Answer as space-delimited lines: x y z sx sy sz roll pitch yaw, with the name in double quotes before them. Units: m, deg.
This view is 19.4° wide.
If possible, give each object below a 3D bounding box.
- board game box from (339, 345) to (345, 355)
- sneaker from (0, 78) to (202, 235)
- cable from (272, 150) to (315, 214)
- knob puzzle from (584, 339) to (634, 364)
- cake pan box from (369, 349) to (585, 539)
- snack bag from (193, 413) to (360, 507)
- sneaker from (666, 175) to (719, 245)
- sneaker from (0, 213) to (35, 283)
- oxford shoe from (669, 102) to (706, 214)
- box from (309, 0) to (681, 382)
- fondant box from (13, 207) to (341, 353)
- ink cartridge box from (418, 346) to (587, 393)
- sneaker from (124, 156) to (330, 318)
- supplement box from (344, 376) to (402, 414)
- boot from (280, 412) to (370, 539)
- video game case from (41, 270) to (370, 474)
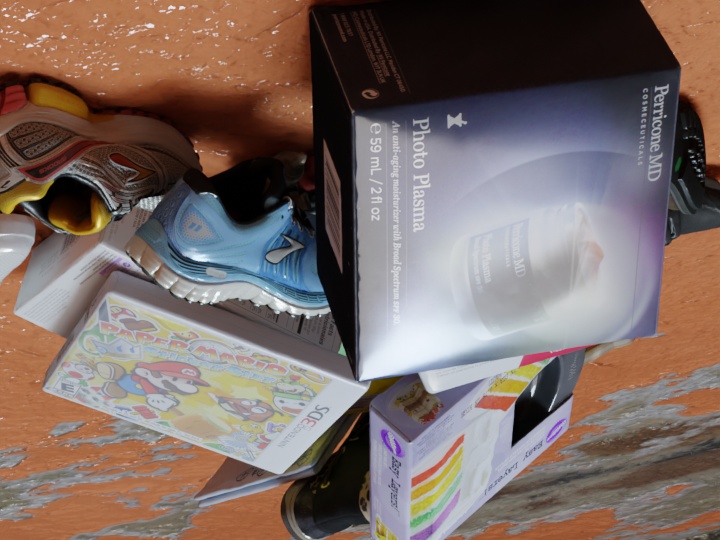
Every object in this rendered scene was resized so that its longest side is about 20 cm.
"board game box" 0.000 0.000 1.557 0.199 0.029 0.135 -22 134 26
"sneaker" -0.171 -0.055 1.325 0.077 0.083 0.199 -23 161 30
"cable" -0.079 -0.050 1.510 0.097 0.051 0.199 -20 -176 -37
"knob puzzle" 0.170 0.068 1.883 0.218 0.031 0.220 -15 -168 3
"cake pan box" 0.089 0.110 1.604 0.200 0.052 0.185 -37 152 -27
"snack bag" -0.044 0.123 1.861 0.188 0.021 0.200 -23 -157 52
"sneaker" 0.206 -0.026 1.656 0.198 0.083 0.073 -8 160 -15
"sneaker" -0.294 0.041 1.500 0.199 0.117 0.073 -27 155 39
"oxford shoe" 0.196 -0.086 1.507 0.084 0.073 0.200 -1 167 28
"box" 0.078 -0.057 1.268 0.196 0.124 0.201 -9 128 -10
"fondant box" -0.130 0.025 1.521 0.199 0.059 0.144 28 146 -23
"ink cartridge box" 0.080 -0.024 1.444 0.144 0.084 0.201 -16 134 9
"sneaker" -0.057 -0.026 1.370 0.199 0.078 0.090 2 123 -53
"supplement box" -0.061 0.058 1.706 0.198 0.110 0.110 -6 163 -19
"boot" 0.038 0.152 1.753 0.200 0.074 0.150 -37 -169 -29
"video game case" -0.115 0.079 1.525 0.198 0.023 0.182 21 148 -14
